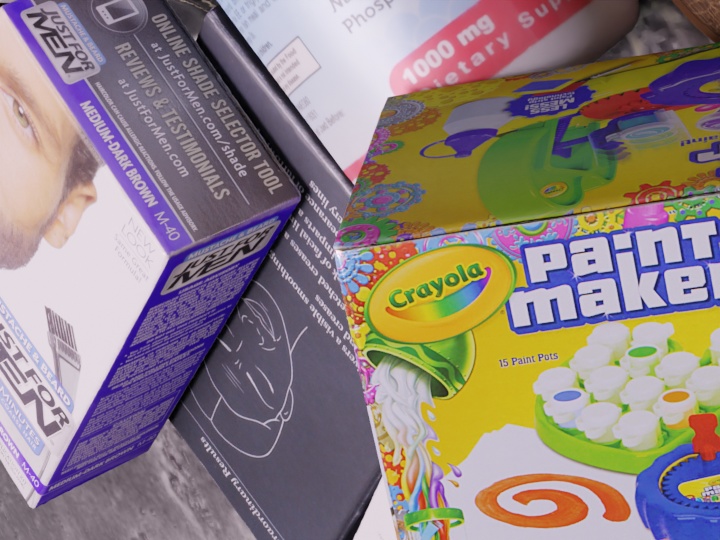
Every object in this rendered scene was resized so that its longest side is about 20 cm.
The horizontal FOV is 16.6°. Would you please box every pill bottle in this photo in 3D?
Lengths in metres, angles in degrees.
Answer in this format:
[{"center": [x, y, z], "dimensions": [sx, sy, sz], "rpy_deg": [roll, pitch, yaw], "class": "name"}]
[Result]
[{"center": [-0.010, -0.128, 0.778], "dimensions": [0.200, 0.109, 0.109], "rpy_deg": [53, 147, -3], "class": "pill bottle"}]

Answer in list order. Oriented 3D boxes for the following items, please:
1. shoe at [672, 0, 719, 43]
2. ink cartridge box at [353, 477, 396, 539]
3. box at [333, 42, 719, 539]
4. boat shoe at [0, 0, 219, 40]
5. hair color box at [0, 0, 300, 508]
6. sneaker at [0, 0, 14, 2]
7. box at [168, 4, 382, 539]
[{"center": [0.076, -0.149, 0.770], "dimensions": [0.200, 0.053, 0.070], "rpy_deg": [51, 175, 25], "class": "shoe"}, {"center": [0.051, 0.112, 0.921], "dimensions": [0.068, 0.116, 0.200], "rpy_deg": [49, 146, 20], "class": "ink cartridge box"}, {"center": [0.114, 0.043, 0.690], "dimensions": [0.199, 0.122, 0.194], "rpy_deg": [-8, 112, 11], "class": "box"}, {"center": [-0.097, -0.099, 1.025], "dimensions": [0.200, 0.067, 0.072], "rpy_deg": [29, 133, 39], "class": "boat shoe"}, {"center": [-0.102, -0.008, 0.903], "dimensions": [0.110, 0.065, 0.200], "rpy_deg": [55, 145, 15], "class": "hair color box"}, {"center": [-0.108, -0.153, 0.902], "dimensions": [0.200, 0.074, 0.100], "rpy_deg": [164, 99, -70], "class": "sneaker"}, {"center": [0.000, 0.000, 0.921], "dimensions": [0.149, 0.107, 0.200], "rpy_deg": [51, 145, 17], "class": "box"}]
